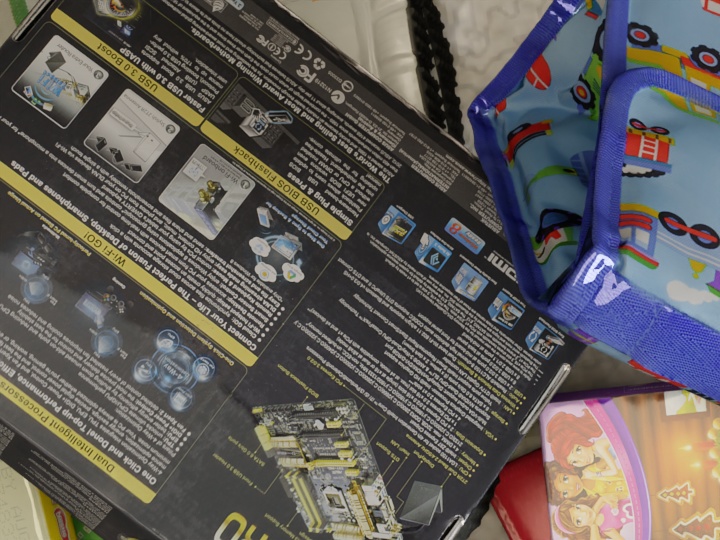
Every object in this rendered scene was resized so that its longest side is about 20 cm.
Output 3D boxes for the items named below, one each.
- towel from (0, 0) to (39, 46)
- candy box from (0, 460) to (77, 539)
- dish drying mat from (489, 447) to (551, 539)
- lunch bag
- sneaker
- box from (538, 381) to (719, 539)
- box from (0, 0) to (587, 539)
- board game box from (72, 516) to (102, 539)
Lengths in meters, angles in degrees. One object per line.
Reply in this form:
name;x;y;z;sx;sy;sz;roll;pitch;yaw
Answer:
towel;-0.190;-0.049;0.921;0.200;0.023;0.153;-30;40;6
candy box;-0.188;0.106;0.920;0.200;0.026;0.102;-14;89;21
dish drying mat;0.145;0.059;0.907;0.200;0.018;0.077;-27;83;6
lunch bag;0.116;0.001;0.763;0.150;0.200;0.094;28;117;-13
sneaker;0.000;0.000;0.911;0.080;0.074;0.200;-11;75;12
box;0.135;0.133;0.878;0.137;0.039;0.201;-6;91;6
box;-0.041;0.007;0.823;0.200;0.049;0.161;37;68;-3
board game box;-0.079;0.098;0.925;0.095;0.030;0.200;-33;84;4
